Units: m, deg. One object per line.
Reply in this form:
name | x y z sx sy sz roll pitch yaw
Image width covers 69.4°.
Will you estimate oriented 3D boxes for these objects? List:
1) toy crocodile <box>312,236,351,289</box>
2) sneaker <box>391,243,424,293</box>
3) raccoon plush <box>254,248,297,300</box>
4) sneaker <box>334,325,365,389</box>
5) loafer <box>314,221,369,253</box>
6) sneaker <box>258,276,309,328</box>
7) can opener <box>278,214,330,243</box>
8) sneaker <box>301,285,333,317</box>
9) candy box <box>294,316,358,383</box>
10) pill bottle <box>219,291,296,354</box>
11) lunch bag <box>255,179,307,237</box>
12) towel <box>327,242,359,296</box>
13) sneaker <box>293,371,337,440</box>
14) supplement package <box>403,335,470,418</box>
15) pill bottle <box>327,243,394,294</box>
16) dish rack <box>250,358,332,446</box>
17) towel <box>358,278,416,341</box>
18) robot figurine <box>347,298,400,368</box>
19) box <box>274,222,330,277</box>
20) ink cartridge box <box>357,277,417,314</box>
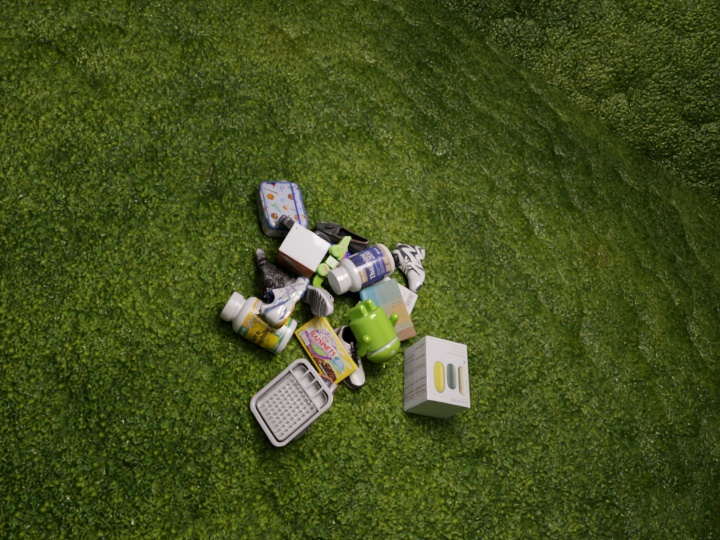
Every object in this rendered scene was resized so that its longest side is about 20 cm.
toy crocodile | -0.092 -0.028 1.673 0.062 0.067 0.200 38 79 -12
sneaker | 0.155 -0.018 1.824 0.129 0.080 0.200 20 56 -14
raccoon plush | -0.241 0.009 1.596 0.133 0.097 0.201 -2 64 -24
sneaker | -0.034 0.260 1.573 0.073 0.080 0.201 -11 70 -33
loafer | -0.057 -0.122 1.737 0.199 0.063 0.072 26 53 4
sneaker | -0.214 0.069 1.469 0.088 0.075 0.200 34 41 -4
can opener | -0.180 -0.122 1.676 0.200 0.053 0.067 35 83 -42
sneaker | -0.113 0.085 1.571 0.081 0.200 0.075 6 104 -24
candy box | -0.103 0.237 1.549 0.102 0.026 0.201 -36 80 2
pill bottle | -0.293 0.146 1.486 0.199 0.113 0.113 32 53 -8
lunch bag | -0.258 -0.208 1.730 0.159 0.076 0.201 -1 64 -29
towel | -0.023 -0.016 1.752 0.147 0.050 0.201 -10 68 -31
sneaker | -0.162 0.370 1.458 0.112 0.078 0.200 33 56 11
supplement package | 0.234 0.335 1.618 0.151 0.151 0.201 15 57 -19
pill bottle | 0.000 0.000 1.650 0.199 0.111 0.111 -25 76 -23
dish rack | -0.182 0.357 1.401 0.200 0.044 0.172 -39 58 -8
towel | 0.087 0.136 1.675 0.146 0.022 0.201 -16 79 -28
robot figurine | 0.043 0.188 1.560 0.175 0.115 0.201 -32 95 -48
box | -0.181 -0.053 1.588 0.124 0.200 0.098 32 76 -6
ink cartridge box | 0.077 0.122 1.712 0.176 0.045 0.201 33 60 -8
